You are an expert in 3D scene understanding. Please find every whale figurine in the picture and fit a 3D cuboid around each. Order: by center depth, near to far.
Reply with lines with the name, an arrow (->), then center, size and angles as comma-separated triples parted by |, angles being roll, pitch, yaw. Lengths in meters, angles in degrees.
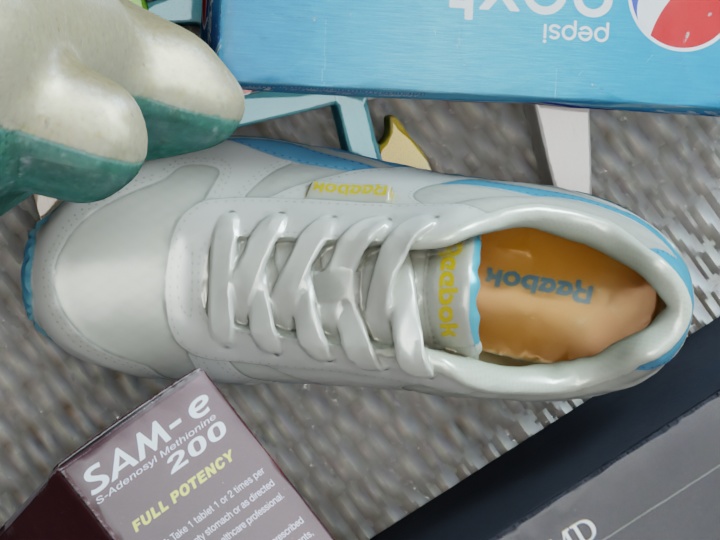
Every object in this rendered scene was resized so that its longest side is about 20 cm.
whale figurine -> -0.120, -0.044, 0.746 | 0.159, 0.200, 0.104 | 29, 103, 31

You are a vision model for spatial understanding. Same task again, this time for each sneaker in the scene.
sneaker -> 0.000, 0.000, 0.844 | 0.199, 0.081, 0.077 | 0, 95, -7

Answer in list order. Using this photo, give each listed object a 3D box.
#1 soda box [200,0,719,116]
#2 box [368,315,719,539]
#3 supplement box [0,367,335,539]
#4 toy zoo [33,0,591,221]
soda box -> 0.053, -0.083, 0.855 | 0.199, 0.064, 0.068 | 3, 92, -7
box -> 0.130, 0.116, 0.874 | 0.200, 0.104, 0.182 | -31, 97, -5
supplement box -> -0.024, 0.138, 0.832 | 0.061, 0.109, 0.200 | -36, 86, -33
toy zoo -> -0.008, -0.060, 0.891 | 0.199, 0.020, 0.132 | -14, 94, -7
